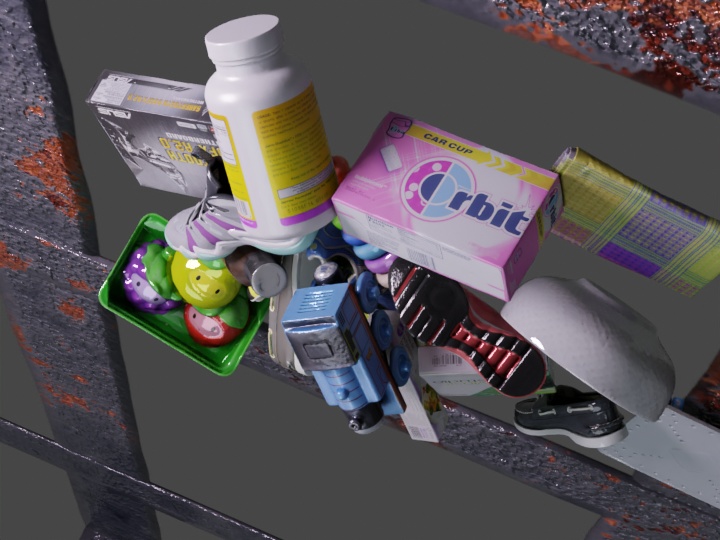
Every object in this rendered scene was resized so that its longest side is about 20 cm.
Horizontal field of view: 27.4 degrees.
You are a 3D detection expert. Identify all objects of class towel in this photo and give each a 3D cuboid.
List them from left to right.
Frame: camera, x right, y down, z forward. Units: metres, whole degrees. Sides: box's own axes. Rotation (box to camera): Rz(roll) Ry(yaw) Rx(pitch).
[{"bbox_3d":[0.261,-0.047,1.424,0.199,0.023,0.144,26,154,-2],"label":"towel"}]

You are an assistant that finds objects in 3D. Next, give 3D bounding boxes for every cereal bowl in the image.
[{"bbox_3d":[0.248,0.068,1.536,0.200,0.084,0.200,34,-172,-5],"label":"cereal bowl"}]

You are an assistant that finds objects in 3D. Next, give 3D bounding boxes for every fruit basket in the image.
[{"bbox_3d":[-0.208,0.022,1.854,0.215,0.156,0.216,29,172,5],"label":"fruit basket"}]

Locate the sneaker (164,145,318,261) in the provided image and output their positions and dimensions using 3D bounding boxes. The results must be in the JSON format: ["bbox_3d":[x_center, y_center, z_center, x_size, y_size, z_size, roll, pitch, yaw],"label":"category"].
[{"bbox_3d":[-0.151,-0.080,1.569,0.199,0.078,0.140,-5,141,31],"label":"sneaker"}]

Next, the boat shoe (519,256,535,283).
[{"bbox_3d":[0.090,-0.042,1.534,0.200,0.066,0.070,33,153,-16],"label":"boat shoe"}]

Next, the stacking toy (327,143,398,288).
[{"bbox_3d":[-0.011,-0.073,1.563,0.200,0.086,0.085,43,150,-21],"label":"stacking toy"}]

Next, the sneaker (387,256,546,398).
[{"bbox_3d":[0.108,0.058,1.557,0.200,0.074,0.087,41,-172,-1],"label":"sneaker"}]

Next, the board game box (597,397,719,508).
[{"bbox_3d":[0.411,0.222,1.793,0.199,0.026,0.200,25,154,0],"label":"board game box"}]

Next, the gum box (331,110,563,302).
[{"bbox_3d":[0.079,-0.065,1.417,0.199,0.114,0.066,23,156,23],"label":"gum box"}]

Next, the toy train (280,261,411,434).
[{"bbox_3d":[-0.012,0.089,1.613,0.086,0.114,0.201,-5,125,27],"label":"toy train"}]

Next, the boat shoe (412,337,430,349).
[{"bbox_3d":[0.088,0.084,1.768,0.074,0.076,0.200,26,155,-8],"label":"boat shoe"}]

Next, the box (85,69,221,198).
[{"bbox_3d":[-0.180,-0.140,1.613,0.199,0.048,0.159,13,151,25],"label":"box"}]

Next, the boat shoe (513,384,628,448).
[{"bbox_3d":[0.250,0.167,1.796,0.200,0.075,0.061,1,109,57],"label":"boat shoe"}]

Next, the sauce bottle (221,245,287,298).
[{"bbox_3d":[-0.124,-0.019,1.670,0.065,0.065,0.200,39,-177,-26],"label":"sauce bottle"}]

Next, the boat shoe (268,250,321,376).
[{"bbox_3d":[-0.075,0.020,1.696,0.060,0.072,0.203,12,109,32],"label":"boat shoe"}]

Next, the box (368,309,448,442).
[{"bbox_3d":[0.055,0.127,1.744,0.041,0.039,0.200,2,138,29],"label":"box"}]

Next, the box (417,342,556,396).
[{"bbox_3d":[0.149,0.115,1.697,0.143,0.037,0.200,-3,169,10],"label":"box"}]

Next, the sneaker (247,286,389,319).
[{"bbox_3d":[-0.043,0.038,1.769,0.199,0.077,0.075,27,-171,11],"label":"sneaker"}]

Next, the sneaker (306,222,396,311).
[{"bbox_3d":[0.000,0.000,1.683,0.075,0.077,0.200,-2,145,41],"label":"sneaker"}]

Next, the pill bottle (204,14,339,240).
[{"bbox_3d":[-0.087,-0.137,1.415,0.104,0.104,0.201,6,123,34],"label":"pill bottle"}]
